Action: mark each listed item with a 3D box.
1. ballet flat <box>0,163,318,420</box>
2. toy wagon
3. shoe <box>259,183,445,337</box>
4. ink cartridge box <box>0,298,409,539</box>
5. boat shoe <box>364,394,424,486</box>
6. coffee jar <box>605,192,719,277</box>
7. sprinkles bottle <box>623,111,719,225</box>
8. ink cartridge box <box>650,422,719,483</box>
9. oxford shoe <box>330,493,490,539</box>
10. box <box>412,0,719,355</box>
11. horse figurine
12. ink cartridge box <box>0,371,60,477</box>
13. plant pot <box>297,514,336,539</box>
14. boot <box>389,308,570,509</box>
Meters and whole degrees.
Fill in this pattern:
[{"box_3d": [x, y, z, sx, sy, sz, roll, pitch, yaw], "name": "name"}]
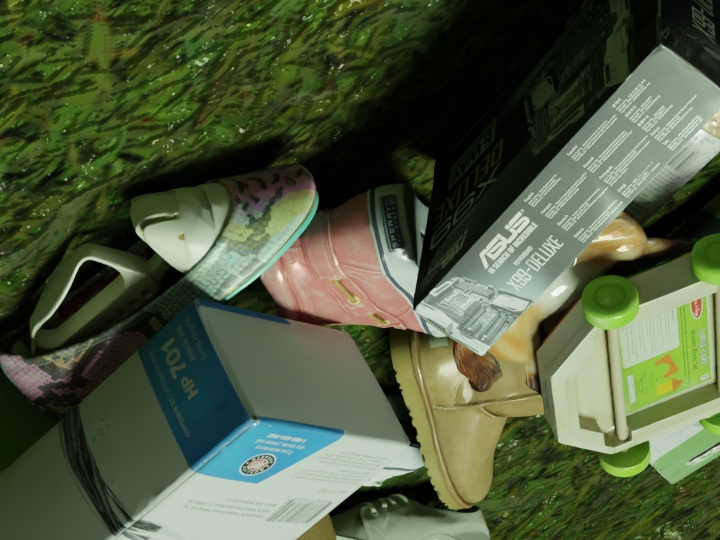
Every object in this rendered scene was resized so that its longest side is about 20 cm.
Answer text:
[{"box_3d": [-0.114, 0.002, 1.063, 0.200, 0.069, 0.071, -38, 126, 14], "name": "ballet flat"}, {"box_3d": [0.202, 0.042, 1.193, 0.199, 0.040, 0.155, -21, 138, -8], "name": "toy wagon"}, {"box_3d": [0.000, 0.000, 1.165, 0.091, 0.072, 0.200, -11, 166, 9], "name": "shoe"}, {"box_3d": [-0.097, 0.115, 1.097, 0.200, 0.086, 0.146, -39, 151, 22], "name": "ink cartridge box"}, {"box_3d": [-0.010, 0.114, 1.323, 0.067, 0.074, 0.200, -38, 151, 13], "name": "boat shoe"}, {"box_3d": [0.225, 0.017, 1.378, 0.200, 0.085, 0.104, -34, 156, 9], "name": "coffee jar"}, {"box_3d": [0.164, -0.067, 1.202, 0.068, 0.068, 0.200, 9, 133, -50], "name": "sprinkles bottle"}, {"box_3d": [0.243, 0.091, 1.528, 0.104, 0.059, 0.200, -35, 152, 8], "name": "ink cartridge box"}, {"box_3d": [0.013, 0.195, 1.504, 0.199, 0.058, 0.075, 8, 167, -31], "name": "oxford shoe"}, {"box_3d": [0.110, -0.071, 1.059, 0.050, 0.158, 0.200, 34, 121, -13], "name": "box"}, {"box_3d": [0.121, 0.009, 1.182, 0.132, 0.050, 0.200, 31, 116, -37], "name": "horse figurine"}, {"box_3d": [-0.123, 0.078, 1.171, 0.199, 0.059, 0.104, -22, 151, -15], "name": "ink cartridge box"}, {"box_3d": [-0.078, 0.234, 1.321, 0.186, 0.200, 0.187, -22, 150, -14], "name": "plant pot"}, {"box_3d": [0.134, 0.083, 1.307, 0.199, 0.066, 0.175, -10, 138, 12], "name": "boot"}]
